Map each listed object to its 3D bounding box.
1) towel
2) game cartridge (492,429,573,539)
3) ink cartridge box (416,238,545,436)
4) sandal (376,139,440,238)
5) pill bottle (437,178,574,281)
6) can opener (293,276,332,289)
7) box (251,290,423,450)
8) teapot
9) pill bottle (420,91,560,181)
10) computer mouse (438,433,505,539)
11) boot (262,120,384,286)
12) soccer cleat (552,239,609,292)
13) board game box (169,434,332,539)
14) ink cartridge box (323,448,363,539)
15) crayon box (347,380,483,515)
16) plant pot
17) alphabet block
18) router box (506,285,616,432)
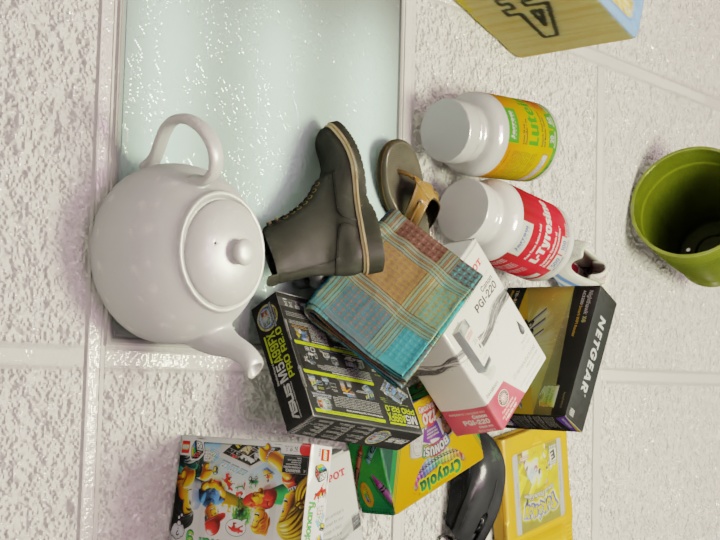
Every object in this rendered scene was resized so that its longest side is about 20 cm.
[{"bbox_3d":[0.041,0.026,1.545,0.146,0.022,0.200,37,53,5],"label":"towel"},{"bbox_3d":[0.248,0.325,1.910,0.175,0.032,0.202,-9,95,-50],"label":"game cartridge"},{"bbox_3d":[0.131,0.083,1.665,0.201,0.084,0.146,56,47,-20],"label":"ink cartridge box"},{"bbox_3d":[0.073,-0.071,1.700,0.081,0.054,0.202,-24,107,-48],"label":"sandal"},{"bbox_3d":[0.195,-0.058,1.802,0.199,0.112,0.114,18,75,-48],"label":"pill bottle"},{"bbox_3d":[0.000,0.000,1.612,0.199,0.052,0.067,-10,95,-49],"label":"can opener"},{"bbox_3d":[-0.025,0.118,1.529,0.199,0.044,0.161,16,47,-49],"label":"box"},{"bbox_3d":[-0.166,-0.022,1.345,0.200,0.145,0.199,42,58,-39],"label":"teapot"},{"bbox_3d":[0.172,-0.180,1.779,0.199,0.110,0.112,0,88,-50],"label":"pill bottle"},{"bbox_3d":[0.163,0.312,1.792,0.138,0.052,0.202,14,78,-48],"label":"computer mouse"},{"bbox_3d":[-0.061,-0.079,1.534,0.137,0.078,0.201,-10,57,-12],"label":"boot"},{"bbox_3d":[0.344,0.024,1.994,0.200,0.086,0.070,47,55,-38],"label":"soccer cleat"},{"bbox_3d":[-0.115,0.236,1.352,0.034,0.199,0.128,16,76,-45],"label":"board game box"},{"bbox_3d":[-0.071,0.314,1.491,0.145,0.083,0.202,-18,102,-48],"label":"ink cartridge box"},{"bbox_3d":[0.070,0.216,1.680,0.199,0.058,0.120,-23,104,-48],"label":"crayon box"},{"bbox_3d":[0.570,-0.069,2.207,0.193,0.199,0.202,47,54,-52],"label":"plant pot"},{"bbox_3d":[0.268,-0.432,1.838,0.196,0.199,0.197,33,65,-44],"label":"alphabet block"},{"bbox_3d":[0.252,0.119,1.826,0.052,0.156,0.202,42,57,-40],"label":"router box"}]
